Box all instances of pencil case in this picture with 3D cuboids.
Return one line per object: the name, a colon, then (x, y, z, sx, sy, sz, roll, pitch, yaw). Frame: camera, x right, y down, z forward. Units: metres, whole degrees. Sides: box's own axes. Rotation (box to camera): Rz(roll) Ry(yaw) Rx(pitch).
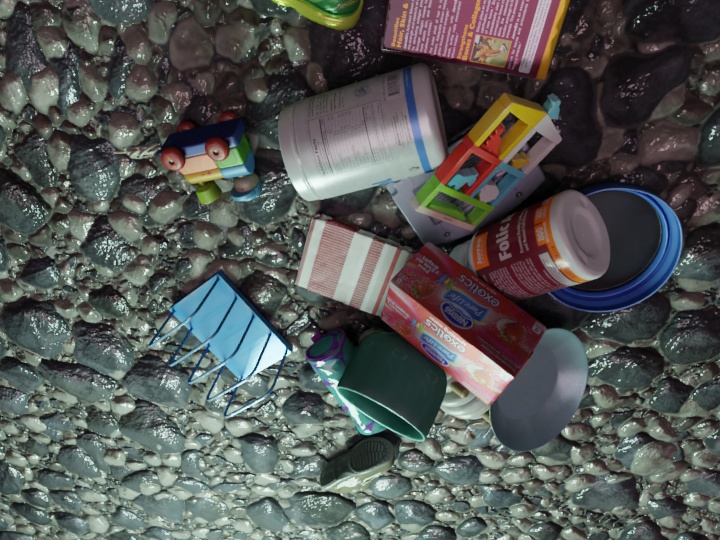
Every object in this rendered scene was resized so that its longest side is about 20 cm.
pencil case: (-0.017, 0.203, 0.926, 0.084, 0.092, 0.202, -35, 113, -9)

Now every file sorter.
file sorter: (-0.244, 0.137, 0.902, 0.137, 0.124, 0.201, -30, 113, 25)

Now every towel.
towel: (0.000, 0.000, 0.839, 0.196, 0.023, 0.146, 20, 124, -1)

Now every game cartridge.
game cartridge: (0.150, -0.122, 0.732, 0.198, 0.041, 0.134, -28, 109, 24)

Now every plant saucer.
plant saucer: (0.269, 0.180, 0.801, 0.197, 0.039, 0.206, -8, 107, -25)

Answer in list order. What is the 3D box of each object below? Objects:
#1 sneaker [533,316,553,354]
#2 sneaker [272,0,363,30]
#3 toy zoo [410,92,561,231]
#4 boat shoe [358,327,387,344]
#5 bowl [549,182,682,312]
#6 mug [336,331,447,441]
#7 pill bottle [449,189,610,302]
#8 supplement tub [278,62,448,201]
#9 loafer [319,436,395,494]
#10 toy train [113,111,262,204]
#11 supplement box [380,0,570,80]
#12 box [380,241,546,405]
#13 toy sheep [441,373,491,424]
sneaker: (0.229, 0.105, 0.824, 0.197, 0.091, 0.077, 25, 120, -8)
sneaker: (-0.085, -0.360, 0.607, 0.196, 0.075, 0.085, 17, 125, -13)
toy zoo: (0.168, -0.137, 0.645, 0.129, 0.021, 0.200, 10, 132, -43)
boat shoe: (0.071, 0.188, 0.910, 0.199, 0.072, 0.076, 38, 120, -14)
bowl: (0.355, -0.033, 0.750, 0.195, 0.040, 0.205, 4, 121, 6)
mug: (0.042, 0.160, 0.781, 0.182, 0.116, 0.153, 19, 155, 31)
pill bottle: (0.220, -0.020, 0.702, 0.114, 0.115, 0.199, 43, 144, -17)
supplement tub: (0.007, -0.175, 0.667, 0.195, 0.133, 0.134, -11, 119, 17)
loafer: (0.002, 0.407, 1.063, 0.198, 0.076, 0.069, -34, 123, 30)
toy train: (-0.249, -0.149, 0.761, 0.195, 0.086, 0.117, -8, 133, 14)
supplement box: (0.130, -0.303, 0.595, 0.195, 0.086, 0.112, 11, 123, 2)
box: (0.133, 0.071, 0.700, 0.199, 0.095, 0.101, 38, 149, 17)
toy sheep: (0.173, 0.179, 0.853, 0.136, 0.139, 0.200, -30, 118, 24)
